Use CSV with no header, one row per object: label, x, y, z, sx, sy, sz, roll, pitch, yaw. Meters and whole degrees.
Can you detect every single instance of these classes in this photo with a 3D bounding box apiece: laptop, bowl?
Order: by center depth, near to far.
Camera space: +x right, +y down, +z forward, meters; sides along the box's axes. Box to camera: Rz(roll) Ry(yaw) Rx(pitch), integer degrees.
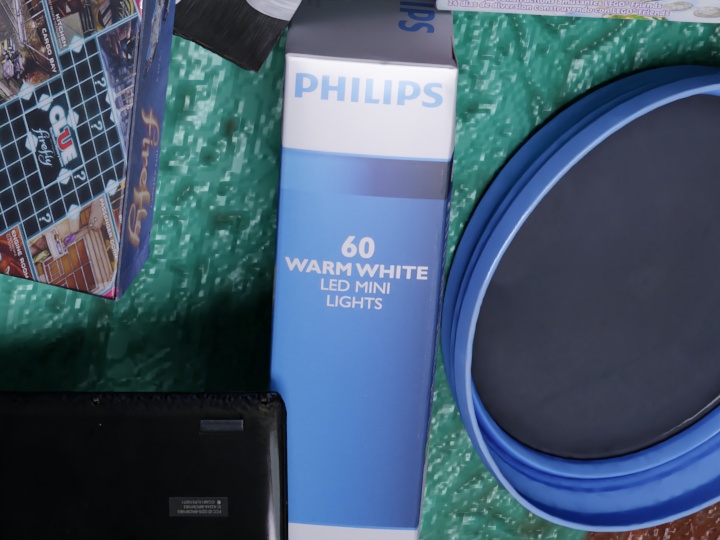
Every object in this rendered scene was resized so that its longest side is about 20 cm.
laptop,-0.108,0.139,0.820,0.186,0.116,0.201,0,93,8
bowl,0.122,0.011,0.916,0.200,0.039,0.202,-13,121,-22

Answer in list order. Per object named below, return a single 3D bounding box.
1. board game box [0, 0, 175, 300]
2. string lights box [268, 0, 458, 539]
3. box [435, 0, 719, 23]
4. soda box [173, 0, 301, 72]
board game box,-0.122,-0.100,0.680,0.135,0.035,0.201,13,115,8
string lights box,0.000,0.000,0.797,0.059,0.103,0.201,4,116,0
box,0.125,-0.139,0.705,0.199,0.039,0.137,3,141,1
soda box,-0.018,-0.170,0.722,0.063,0.071,0.201,24,103,-40
